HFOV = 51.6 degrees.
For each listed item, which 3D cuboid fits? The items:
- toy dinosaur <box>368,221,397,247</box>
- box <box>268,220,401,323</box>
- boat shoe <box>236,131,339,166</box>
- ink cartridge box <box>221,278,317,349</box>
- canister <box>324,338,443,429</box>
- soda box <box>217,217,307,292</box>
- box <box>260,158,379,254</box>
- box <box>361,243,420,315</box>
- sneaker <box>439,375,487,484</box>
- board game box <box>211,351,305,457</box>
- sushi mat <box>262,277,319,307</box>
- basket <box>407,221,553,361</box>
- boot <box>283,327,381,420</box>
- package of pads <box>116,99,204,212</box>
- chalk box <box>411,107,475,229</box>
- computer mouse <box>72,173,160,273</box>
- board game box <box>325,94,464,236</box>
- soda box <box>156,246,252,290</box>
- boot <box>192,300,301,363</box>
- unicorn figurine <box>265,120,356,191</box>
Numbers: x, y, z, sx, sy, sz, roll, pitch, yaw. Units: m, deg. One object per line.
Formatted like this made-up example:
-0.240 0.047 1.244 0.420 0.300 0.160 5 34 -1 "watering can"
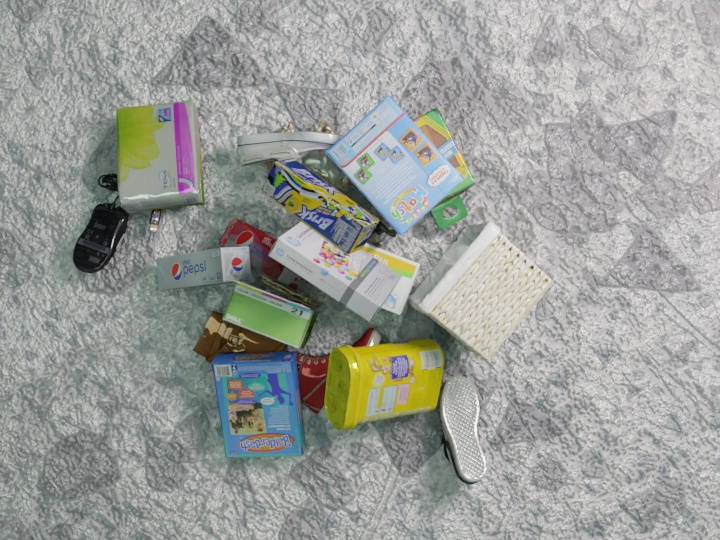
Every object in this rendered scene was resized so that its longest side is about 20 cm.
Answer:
0.020 -0.080 1.393 0.088 0.200 0.048 5 113 -33 "toy dinosaur"
-0.038 -0.007 1.263 0.200 0.156 0.041 33 114 5 "box"
-0.133 -0.219 1.366 0.200 0.072 0.066 0 96 12 "boat shoe"
-0.161 0.076 1.281 0.148 0.200 0.076 21 85 3 "ink cartridge box"
0.045 0.202 1.354 0.200 0.087 0.149 -4 112 -29 "canister"
-0.172 -0.031 1.365 0.200 0.070 0.063 29 90 42 "soda box"
-0.071 -0.114 1.303 0.200 0.070 0.064 37 114 12 "box"
0.000 0.000 1.396 0.200 0.112 0.101 22 89 2 "box"
0.189 0.305 1.412 0.078 0.079 0.200 -2 65 -5 "sneaker"
-0.188 0.252 1.393 0.152 0.045 0.200 -2 108 5 "board game box"
-0.123 0.040 1.352 0.096 0.200 0.012 27 88 2 "sushi mat"
0.213 0.033 1.353 0.161 0.198 0.200 39 89 -3 "basket"
-0.064 0.165 1.417 0.144 0.072 0.200 37 93 3 "boot"
-0.382 -0.215 1.409 0.154 0.068 0.200 -7 77 -1 "package of pads"
0.131 -0.177 1.390 0.125 0.124 0.200 -28 89 1 "chalk box"
-0.461 -0.079 1.439 0.140 0.046 0.200 14 79 4 "computer mouse"
0.061 -0.184 1.314 0.151 0.037 0.200 -42 88 3 "board game box"
-0.290 -0.003 1.368 0.200 0.068 0.064 -7 89 42 "soda box"
-0.213 0.114 1.412 0.155 0.074 0.200 32 93 -3 "boot"
-0.088 -0.215 1.427 0.200 0.074 0.138 -3 90 17 "unicorn figurine"
